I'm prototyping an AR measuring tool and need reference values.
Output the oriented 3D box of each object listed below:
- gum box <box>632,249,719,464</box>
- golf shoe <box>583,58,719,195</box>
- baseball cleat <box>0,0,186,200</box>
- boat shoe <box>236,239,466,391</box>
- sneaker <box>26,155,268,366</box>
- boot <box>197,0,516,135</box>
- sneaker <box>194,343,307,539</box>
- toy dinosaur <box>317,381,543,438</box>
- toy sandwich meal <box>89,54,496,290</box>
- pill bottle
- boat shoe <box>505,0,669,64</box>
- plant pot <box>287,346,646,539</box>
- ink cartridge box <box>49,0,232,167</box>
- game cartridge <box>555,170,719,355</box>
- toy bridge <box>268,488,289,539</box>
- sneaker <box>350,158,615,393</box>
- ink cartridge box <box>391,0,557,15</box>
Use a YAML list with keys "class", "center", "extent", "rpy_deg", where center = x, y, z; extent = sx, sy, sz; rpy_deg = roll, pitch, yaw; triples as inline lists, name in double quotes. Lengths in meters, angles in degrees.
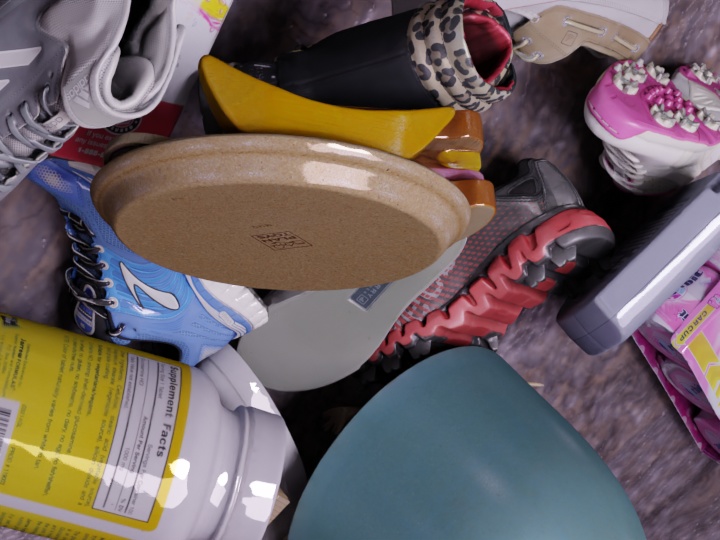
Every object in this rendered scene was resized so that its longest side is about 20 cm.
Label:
- class: "gum box"
  center: [0.270, 0.052, 1.382]
  extent: [0.114, 0.066, 0.200]
  rpy_deg: [-46, 135, -10]
- class: "golf shoe"
  center: [0.183, -0.079, 1.219]
  extent: [0.092, 0.075, 0.199]
  rpy_deg: [-50, 158, 23]
- class: "baseball cleat"
  center: [-0.153, -0.077, 0.897]
  extent: [0.069, 0.107, 0.201]
  rpy_deg: [20, 111, -44]
- class: "boat shoe"
  center: [0.000, -0.001, 1.174]
  extent: [0.070, 0.072, 0.201]
  rpy_deg: [36, 127, -16]
- class: "sneaker"
  center: [-0.132, -0.003, 1.093]
  extent: [0.089, 0.079, 0.200]
  rpy_deg: [-43, 133, -4]
- class: "boot"
  center: [0.018, -0.091, 1.051]
  extent: [0.152, 0.074, 0.203]
  rpy_deg: [-15, 172, 21]
- class: "sneaker"
  center: [-0.095, 0.143, 1.216]
  extent: [0.115, 0.074, 0.201]
  rpy_deg: [-30, 132, -17]
- class: "toy dinosaur"
  center: [0.021, 0.119, 1.301]
  extent: [0.200, 0.058, 0.101]
  rpy_deg: [-46, 148, 12]
- class: "toy sandwich meal"
  center: [-0.030, -0.047, 0.945]
  extent: [0.204, 0.204, 0.071]
  rpy_deg: [18, 67, -39]
- class: "pill bottle"
  center: [-0.147, 0.096, 1.082]
  extent: [0.198, 0.113, 0.113]
  rpy_deg: [17, 112, -14]
- class: "boat shoe"
  center: [0.106, -0.156, 1.148]
  extent: [0.198, 0.075, 0.069]
  rpy_deg: [1, 114, -34]
- class: "plant pot"
  center: [0.080, 0.174, 1.190]
  extent: [0.200, 0.161, 0.202]
  rpy_deg: [-32, 142, -30]
- class: "ink cartridge box"
  center: [-0.139, -0.163, 0.977]
  extent: [0.147, 0.086, 0.201]
  rpy_deg: [14, 111, -38]
- class: "game cartridge"
  center: [0.182, -0.003, 1.239]
  extent: [0.133, 0.200, 0.041]
  rpy_deg: [-41, 88, 1]
- class: "toy bridge"
  center: [-0.040, 0.181, 1.226]
  extent: [0.067, 0.027, 0.200]
  rpy_deg: [-47, 147, 2]
- class: "sneaker"
  center: [0.065, 0.001, 1.230]
  extent: [0.200, 0.099, 0.071]
  rpy_deg: [-37, 150, 25]
- class: "ink cartridge box"
  center: [0.087, -0.237, 1.072]
  extent: [0.198, 0.045, 0.178]
  rpy_deg: [-12, 109, -25]
